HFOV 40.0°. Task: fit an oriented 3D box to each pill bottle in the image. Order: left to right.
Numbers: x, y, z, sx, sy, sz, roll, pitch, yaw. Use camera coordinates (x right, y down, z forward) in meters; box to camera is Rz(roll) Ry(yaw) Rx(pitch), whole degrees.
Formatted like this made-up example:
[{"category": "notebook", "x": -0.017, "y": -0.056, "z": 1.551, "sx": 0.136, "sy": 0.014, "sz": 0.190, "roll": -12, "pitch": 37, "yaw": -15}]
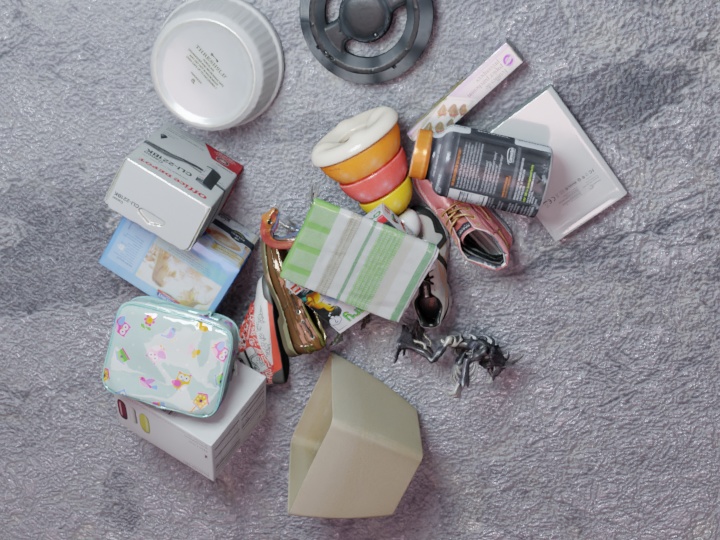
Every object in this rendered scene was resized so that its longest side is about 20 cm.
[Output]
[{"category": "pill bottle", "x": 0.171, "y": -0.149, "z": 1.430, "sx": 0.197, "sy": 0.107, "sz": 0.108, "roll": 13, "pitch": 115, "yaw": 1}]

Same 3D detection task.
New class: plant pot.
[{"category": "plant pot", "x": -0.005, "y": 0.293, "z": 1.641, "sx": 0.175, "sy": 0.201, "sz": 0.202, "roll": 20, "pitch": 115, "yaw": -12}]

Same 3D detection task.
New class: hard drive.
[{"category": "hard drive", "x": 0.289, "y": -0.159, "z": 1.482, "sx": 0.131, "sy": 0.026, "sz": 0.201, "roll": -35, "pitch": 104, "yaw": 20}]

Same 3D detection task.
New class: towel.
[{"category": "towel", "x": -0.002, "y": -0.016, "z": 1.445, "sx": 0.198, "sy": 0.031, "sz": 0.150, "roll": 22, "pitch": 121, "yaw": -12}]

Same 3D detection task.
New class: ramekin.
[{"category": "ramekin", "x": -0.219, "y": -0.301, "z": 1.463, "sx": 0.199, "sy": 0.094, "sz": 0.205, "roll": 4, "pitch": 114, "yaw": 8}]

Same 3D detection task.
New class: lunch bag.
[{"category": "lunch bag", "x": -0.283, "y": 0.127, "z": 1.509, "sx": 0.197, "sy": 0.077, "sz": 0.163, "roll": 14, "pitch": 94, "yaw": 3}]

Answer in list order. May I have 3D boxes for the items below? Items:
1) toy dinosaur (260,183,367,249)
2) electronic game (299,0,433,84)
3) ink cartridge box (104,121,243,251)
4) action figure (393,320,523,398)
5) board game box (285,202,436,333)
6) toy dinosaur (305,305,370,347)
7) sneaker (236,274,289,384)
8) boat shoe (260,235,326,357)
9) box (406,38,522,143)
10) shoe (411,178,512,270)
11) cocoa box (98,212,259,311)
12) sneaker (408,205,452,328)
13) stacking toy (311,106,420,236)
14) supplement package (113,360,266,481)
[{"category": "toy dinosaur", "x": -0.055, "y": -0.060, "z": 1.504, "sx": 0.200, "sy": 0.180, "sz": 0.106, "roll": 46, "pitch": 146, "yaw": 34}, {"category": "electronic game", "x": 0.008, "y": -0.370, "z": 1.426, "sx": 0.197, "sy": 0.042, "sz": 0.203, "roll": 4, "pitch": 115, "yaw": 9}, {"category": "ink cartridge box", "x": -0.276, "y": -0.130, "z": 1.487, "sx": 0.143, "sy": 0.201, "sz": 0.084, "roll": 30, "pitch": 115, "yaw": -5}, {"category": "action figure", "x": 0.158, "y": 0.146, "z": 1.589, "sx": 0.197, "sy": 0.119, "sz": 0.104, "roll": 13, "pitch": 97, "yaw": 13}, {"category": "board game box", "x": 0.000, "y": 0.000, "z": 1.492, "sx": 0.199, "sy": 0.035, "sz": 0.126, "roll": -36, "pitch": 120, "yaw": 24}, {"category": "toy dinosaur", "x": -0.033, "y": 0.066, "z": 1.621, "sx": 0.198, "sy": 0.048, "sz": 0.089, "roll": -26, "pitch": 101, "yaw": 15}, {"category": "sneaker", "x": -0.183, "y": 0.102, "z": 1.642, "sx": 0.106, "sy": 0.068, "sz": 0.204, "roll": -1, "pitch": 119, "yaw": 8}, {"category": "boat shoe", "x": -0.104, "y": 0.035, "z": 1.588, "sx": 0.067, "sy": 0.072, "sz": 0.203, "roll": -15, "pitch": 95, "yaw": 19}, {"category": "box", "x": 0.152, "y": -0.257, "z": 1.454, "sx": 0.039, "sy": 0.042, "sz": 0.200, "roll": 44, "pitch": 113, "yaw": -12}, {"category": "shoe", "x": 0.154, "y": -0.084, "z": 1.499, "sx": 0.200, "sy": 0.091, "sz": 0.071, "roll": 42, "pitch": 113, "yaw": -10}, {"category": "cocoa box", "x": -0.286, "y": -0.032, "z": 1.569, "sx": 0.199, "sy": 0.132, "sz": 0.134, "roll": 33, "pitch": 114, "yaw": -6}, {"category": "sneaker", "x": 0.107, "y": -0.002, "z": 1.550, "sx": 0.073, "sy": 0.080, "sz": 0.203, "roll": -8, "pitch": 110, "yaw": 15}, {"category": "stacking toy", "x": 0.029, "y": -0.128, "z": 1.477, "sx": 0.145, "sy": 0.147, "sz": 0.202, "roll": -23, "pitch": 113, "yaw": 17}, {"category": "supplement package", "x": -0.277, "y": 0.213, "z": 1.615, "sx": 0.198, "sy": 0.156, "sz": 0.112, "roll": 26, "pitch": 142, "yaw": 17}]
